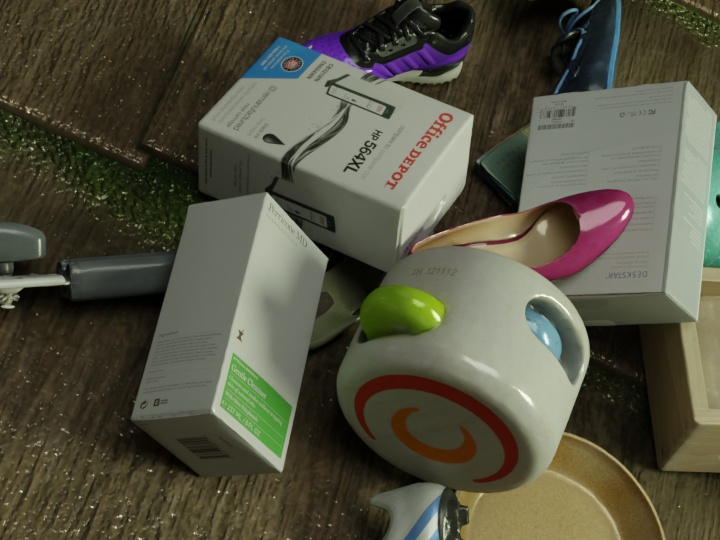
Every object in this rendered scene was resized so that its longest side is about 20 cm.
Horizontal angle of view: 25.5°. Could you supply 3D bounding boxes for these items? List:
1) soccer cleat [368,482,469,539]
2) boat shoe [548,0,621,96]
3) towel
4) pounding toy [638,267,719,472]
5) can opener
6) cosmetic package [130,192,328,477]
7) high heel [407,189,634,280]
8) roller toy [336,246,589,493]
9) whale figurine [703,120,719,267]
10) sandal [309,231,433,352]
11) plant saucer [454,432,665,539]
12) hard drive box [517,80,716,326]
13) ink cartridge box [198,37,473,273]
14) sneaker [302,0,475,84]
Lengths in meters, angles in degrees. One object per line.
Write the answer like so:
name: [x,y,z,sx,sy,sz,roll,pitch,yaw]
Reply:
soccer cleat: [0.038,0.267,1.252,0.086,0.070,0.201,-2,70,18]
boat shoe: [0.221,-0.220,1.582,0.068,0.084,0.200,7,35,8]
towel: [0.219,-0.094,1.559,0.147,0.022,0.200,49,53,8]
pounding toy: [0.365,0.115,1.446,0.199,0.142,0.185,3,59,-9]
can opener: [-0.226,-0.004,1.290,0.199,0.053,0.067,0,97,-26]
cosmetic package: [-0.101,0.051,1.270,0.108,0.085,0.201,46,46,-45]
high heel: [0.136,-0.028,1.339,0.199,0.096,0.068,-29,61,2]
roller toy: [0.084,0.077,1.279,0.182,0.200,0.140,23,55,5]
whale figurine: [0.322,-0.075,1.523,0.200,0.104,0.160,-35,104,-37]
sandal: [0.000,0.001,1.387,0.080,0.057,0.201,44,55,6]
plant saucer: [0.162,0.232,1.334,0.199,0.035,0.201,10,58,-17]
hard drive box: [0.224,-0.057,1.422,0.077,0.155,0.201,34,61,-50]
ink cartridge box: [-0.020,-0.102,1.382,0.199,0.085,0.146,23,48,16]
sneaker: [0.024,-0.219,1.498,0.199,0.100,0.070,-16,67,-30]
